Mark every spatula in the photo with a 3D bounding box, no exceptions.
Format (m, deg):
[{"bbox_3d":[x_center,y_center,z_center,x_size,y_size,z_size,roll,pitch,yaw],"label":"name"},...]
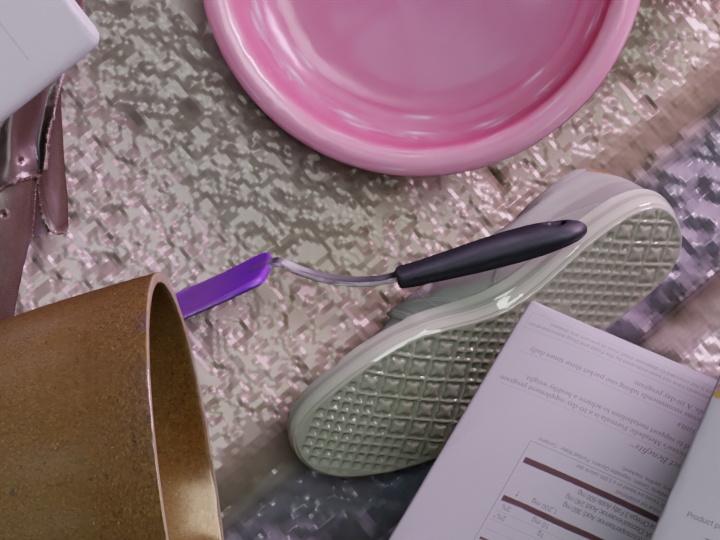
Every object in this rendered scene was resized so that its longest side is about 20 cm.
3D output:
[{"bbox_3d":[0.000,0.000,1.205,0.199,0.057,0.021,-8,104,4],"label":"spatula"}]

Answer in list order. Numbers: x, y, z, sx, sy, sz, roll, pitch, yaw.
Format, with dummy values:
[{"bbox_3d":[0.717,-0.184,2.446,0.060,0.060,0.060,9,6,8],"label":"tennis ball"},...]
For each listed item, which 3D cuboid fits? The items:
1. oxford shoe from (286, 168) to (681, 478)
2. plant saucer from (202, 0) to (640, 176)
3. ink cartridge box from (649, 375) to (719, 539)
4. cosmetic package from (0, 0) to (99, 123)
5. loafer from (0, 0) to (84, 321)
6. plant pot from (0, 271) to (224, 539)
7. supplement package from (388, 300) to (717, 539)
[{"bbox_3d":[0.051,0.023,1.236,0.200,0.075,0.058,-35,42,-7],"label":"oxford shoe"},{"bbox_3d":[0.029,-0.143,1.237,0.200,0.051,0.201,1,93,10],"label":"plant saucer"},{"bbox_3d":[0.184,0.083,1.097,0.083,0.146,0.201,19,76,22],"label":"ink cartridge box"},{"bbox_3d":[-0.245,-0.109,1.109,0.200,0.166,0.168,-39,117,-6],"label":"cosmetic package"},{"bbox_3d":[-0.162,-0.041,1.210,0.071,0.073,0.201,30,70,-38],"label":"loafer"},{"bbox_3d":[-0.164,0.109,1.127,0.199,0.186,0.187,-10,80,2],"label":"plant pot"},{"bbox_3d":[0.073,0.135,1.149,0.109,0.114,0.200,23,59,18],"label":"supplement package"}]
